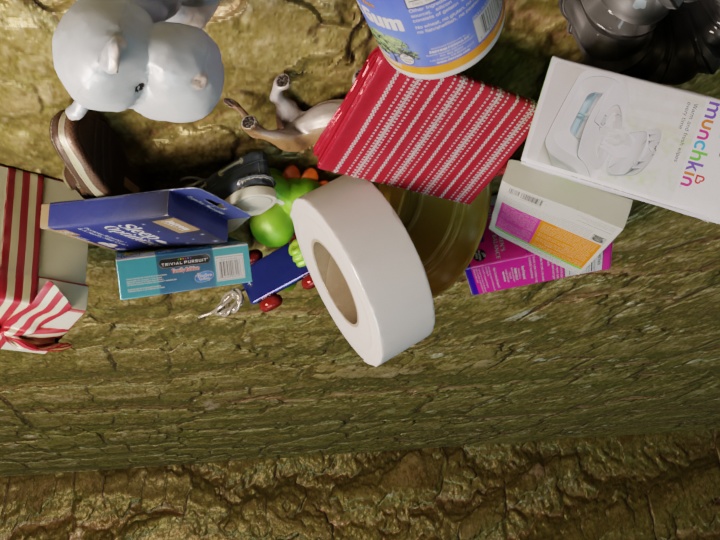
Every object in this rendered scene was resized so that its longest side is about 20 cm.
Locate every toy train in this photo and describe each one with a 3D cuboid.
[{"bbox_3d":[-0.129,0.015,1.032,0.197,0.086,0.116,-28,174,14],"label":"toy train"}]

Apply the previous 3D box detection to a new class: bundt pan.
[{"bbox_3d":[0.279,-0.233,0.627,0.197,0.077,0.203,-4,156,-2],"label":"bundt pan"}]

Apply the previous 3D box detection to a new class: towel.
[{"bbox_3d":[0.066,-0.135,0.703,0.197,0.023,0.145,10,139,-28],"label":"towel"}]

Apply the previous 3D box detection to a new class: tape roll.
[{"bbox_3d":[0.000,0.000,0.789,0.070,0.204,0.203,-27,161,-16],"label":"tape roll"}]

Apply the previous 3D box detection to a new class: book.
[{"bbox_3d":[0.217,-0.059,0.825,0.131,0.049,0.200,22,172,9],"label":"book"}]

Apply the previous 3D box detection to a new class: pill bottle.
[{"bbox_3d":[0.035,-0.240,0.513,0.110,0.114,0.200,-13,154,16],"label":"pill bottle"}]

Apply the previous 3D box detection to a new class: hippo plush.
[{"bbox_3d":[-0.156,-0.197,0.505,0.197,0.164,0.159,12,151,-34],"label":"hippo plush"}]

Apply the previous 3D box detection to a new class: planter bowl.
[{"bbox_3d":[0.072,-0.074,0.867,0.083,0.203,0.200,22,175,36],"label":"planter bowl"}]

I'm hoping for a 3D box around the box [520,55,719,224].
[{"bbox_3d":[0.253,-0.117,0.669,0.174,0.099,0.200,19,-167,17],"label":"box"}]

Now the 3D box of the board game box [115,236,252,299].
[{"bbox_3d":[-0.228,-0.010,0.904,0.148,0.048,0.200,-8,-172,-18],"label":"board game box"}]

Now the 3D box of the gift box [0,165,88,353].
[{"bbox_3d":[-0.421,-0.006,0.836,0.182,0.190,0.199,10,153,-31],"label":"gift box"}]

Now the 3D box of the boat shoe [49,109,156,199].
[{"bbox_3d":[-0.296,-0.104,0.791,0.073,0.076,0.203,-2,157,7],"label":"boat shoe"}]

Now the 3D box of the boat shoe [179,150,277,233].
[{"bbox_3d":[-0.173,-0.086,0.862,0.074,0.063,0.198,4,163,-40],"label":"boat shoe"}]

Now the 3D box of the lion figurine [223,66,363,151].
[{"bbox_3d":[-0.033,-0.155,0.758,0.196,0.074,0.123,5,168,13],"label":"lion figurine"}]

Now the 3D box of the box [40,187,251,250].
[{"bbox_3d":[-0.233,-0.053,0.793,0.196,0.033,0.121,-5,168,20],"label":"box"}]

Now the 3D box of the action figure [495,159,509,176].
[{"bbox_3d":[0.094,-0.166,0.739,0.051,0.067,0.199,2,159,44],"label":"action figure"}]

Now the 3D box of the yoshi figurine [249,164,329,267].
[{"bbox_3d":[-0.061,-0.050,0.915,0.198,0.114,0.112,32,160,-30],"label":"yoshi figurine"}]

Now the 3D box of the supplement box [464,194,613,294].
[{"bbox_3d":[0.238,-0.047,0.993,0.196,0.103,0.104,-12,154,11],"label":"supplement box"}]
